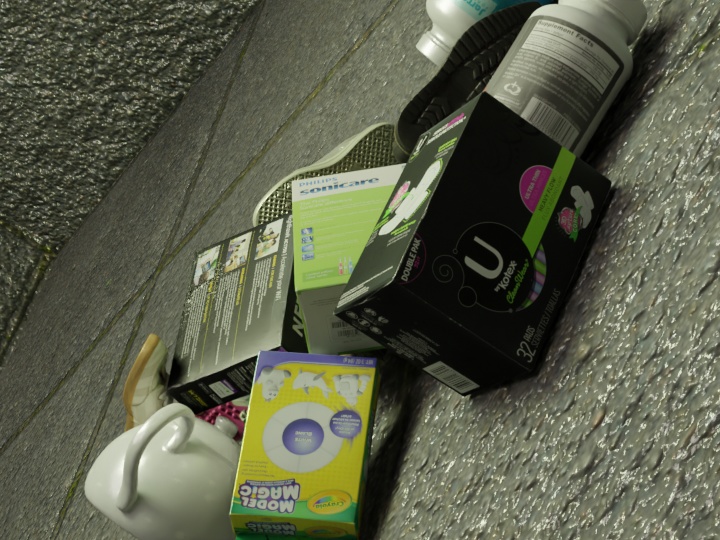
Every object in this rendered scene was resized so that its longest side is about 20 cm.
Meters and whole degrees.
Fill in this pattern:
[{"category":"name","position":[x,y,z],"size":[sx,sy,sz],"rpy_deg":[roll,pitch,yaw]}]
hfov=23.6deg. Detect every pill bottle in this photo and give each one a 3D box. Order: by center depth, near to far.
[{"category":"pill bottle","position":[0.183,-0.175,1.596],"size":[0.200,0.111,0.111],"rpy_deg":[-57,15,-13]},{"category":"pill bottle","position":[0.143,-0.293,1.795],"size":[0.200,0.111,0.111],"rpy_deg":[-54,16,10]}]

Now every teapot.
[{"category":"teapot","position":[-0.175,0.213,1.762],"size":[0.146,0.197,0.200],"rpy_deg":[-57,19,-5]}]

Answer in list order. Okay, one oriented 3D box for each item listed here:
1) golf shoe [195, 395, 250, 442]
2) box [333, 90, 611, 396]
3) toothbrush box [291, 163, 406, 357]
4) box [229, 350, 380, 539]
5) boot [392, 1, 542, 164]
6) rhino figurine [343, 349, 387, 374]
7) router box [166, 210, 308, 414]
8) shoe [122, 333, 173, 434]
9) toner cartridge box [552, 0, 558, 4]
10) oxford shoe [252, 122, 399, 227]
[{"category":"golf shoe","position":[-0.148,0.167,1.944],"size":[0.200,0.075,0.092],"rpy_deg":[-36,-18,-50]},{"category":"box","position":[0.097,-0.021,1.481],"size":[0.124,0.148,0.200],"rpy_deg":[-30,31,61]},{"category":"toothbrush box","position":[0.012,-0.014,1.672],"size":[0.145,0.086,0.200],"rpy_deg":[-9,35,2]},{"category":"box","position":[-0.051,0.170,1.562],"size":[0.048,0.117,0.200],"rpy_deg":[82,-167,-57]},{"category":"boot","position":[0.106,-0.188,1.757],"size":[0.200,0.078,0.138],"rpy_deg":[-38,-1,-7]},{"category":"rhino figurine","position":[0.008,0.061,1.713],"size":[0.087,0.060,0.200],"rpy_deg":[-23,27,24]},{"category":"router box","position":[-0.118,0.041,1.809],"size":[0.149,0.051,0.200],"rpy_deg":[-22,40,27]},{"category":"shoe","position":[-0.219,0.138,1.831],"size":[0.200,0.053,0.070],"rpy_deg":[107,-178,-50]},{"category":"toner cartridge box","position":[0.202,-0.239,1.795],"size":[0.095,0.043,0.200],"rpy_deg":[-48,18,30]},{"category":"oxford shoe","position":[-0.034,-0.094,1.914],"size":[0.200,0.075,0.058],"rpy_deg":[-37,9,-15]}]
